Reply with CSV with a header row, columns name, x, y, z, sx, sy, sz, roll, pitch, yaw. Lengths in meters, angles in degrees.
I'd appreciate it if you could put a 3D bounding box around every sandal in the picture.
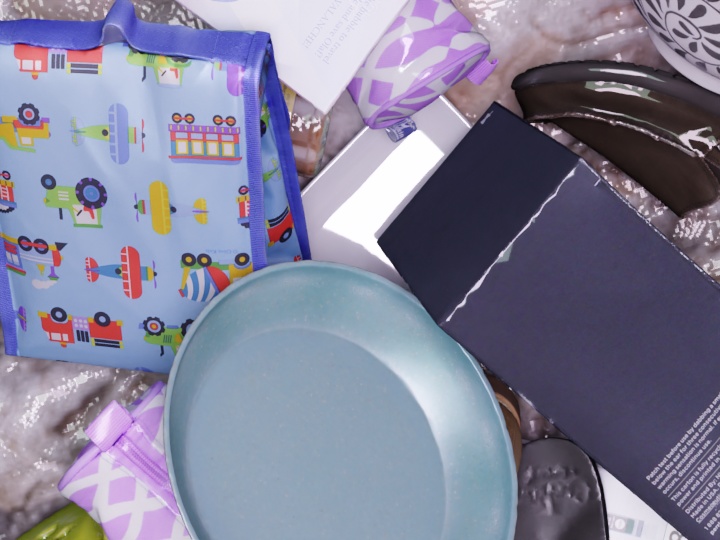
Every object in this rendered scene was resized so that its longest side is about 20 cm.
name,x,y,z,sx,sy,sz,roll,pitch,yaw
sandal,0.112,0.190,1.131,0.074,0.045,0.202,-14,86,14

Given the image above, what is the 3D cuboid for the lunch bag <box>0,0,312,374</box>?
name,x,y,z,sx,sy,sz,roll,pitch,yaw
lunch bag,-0.113,-0.048,1.069,0.149,0.095,0.201,6,135,11

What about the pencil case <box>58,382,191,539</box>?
name,x,y,z,sx,sy,sz,roll,pitch,yaw
pencil case,-0.062,0.147,1.077,0.200,0.085,0.084,42,88,-1

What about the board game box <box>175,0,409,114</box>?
name,x,y,z,sx,sy,sz,roll,pitch,yaw
board game box,-0.036,-0.217,1.047,0.198,0.043,0.201,37,96,-2

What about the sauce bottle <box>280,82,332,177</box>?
name,x,y,z,sx,sy,sz,roll,pitch,yaw
sauce bottle,-0.113,-0.098,1.147,0.198,0.065,0.065,12,93,1

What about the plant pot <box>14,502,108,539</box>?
name,x,y,z,sx,sy,sz,roll,pitch,yaw
plant pot,-0.165,0.257,1.109,0.199,0.181,0.200,-35,93,1

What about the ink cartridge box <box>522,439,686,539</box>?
name,x,y,z,sx,sy,sz,roll,pitch,yaw
ink cartridge box,0.096,0.178,1.173,0.198,0.050,0.163,13,93,-3

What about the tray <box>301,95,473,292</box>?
name,x,y,z,sx,sy,sz,roll,pitch,yaw
tray,0.000,0.000,1.173,0.107,0.022,0.200,44,92,-2

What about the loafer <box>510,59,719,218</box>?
name,x,y,z,sx,sy,sz,roll,pitch,yaw
loafer,0.175,-0.065,1.143,0.198,0.073,0.072,13,92,-1

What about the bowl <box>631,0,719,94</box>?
name,x,y,z,sx,sy,sz,roll,pitch,yaw
bowl,0.207,-0.152,1.109,0.199,0.201,0.095,23,132,-2

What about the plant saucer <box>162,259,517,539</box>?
name,x,y,z,sx,sy,sz,roll,pitch,yaw
plant saucer,-0.014,0.095,1.041,0.199,0.036,0.202,14,62,-28

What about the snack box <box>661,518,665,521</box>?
name,x,y,z,sx,sy,sz,roll,pitch,yaw
snack box,0.259,0.079,1.118,0.116,0.037,0.201,32,71,12

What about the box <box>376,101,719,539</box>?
name,x,y,z,sx,sy,sz,roll,pitch,yaw
box,0.118,0.023,1.072,0.182,0.200,0.104,41,93,-13

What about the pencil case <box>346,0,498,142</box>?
name,x,y,z,sx,sy,sz,roll,pitch,yaw
pencil case,-0.004,-0.173,1.123,0.085,0.084,0.201,-28,87,-32

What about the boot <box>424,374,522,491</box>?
name,x,y,z,sx,sy,sz,roll,pitch,yaw
boot,-0.009,0.117,1.135,0.198,0.076,0.074,-20,120,11
